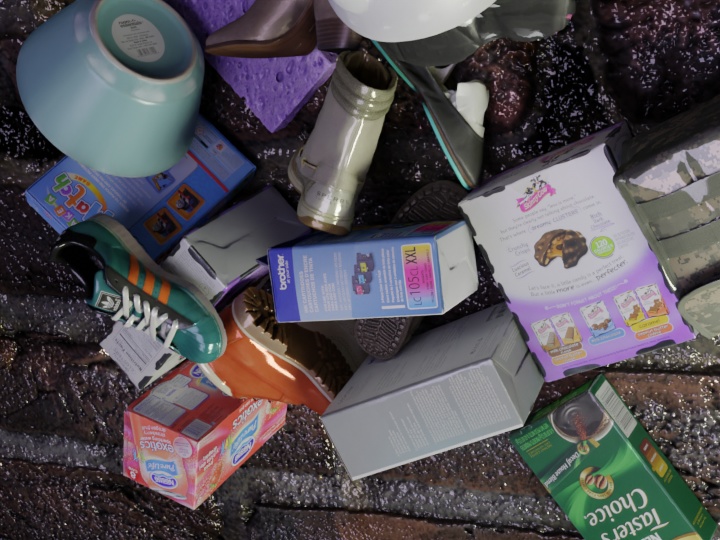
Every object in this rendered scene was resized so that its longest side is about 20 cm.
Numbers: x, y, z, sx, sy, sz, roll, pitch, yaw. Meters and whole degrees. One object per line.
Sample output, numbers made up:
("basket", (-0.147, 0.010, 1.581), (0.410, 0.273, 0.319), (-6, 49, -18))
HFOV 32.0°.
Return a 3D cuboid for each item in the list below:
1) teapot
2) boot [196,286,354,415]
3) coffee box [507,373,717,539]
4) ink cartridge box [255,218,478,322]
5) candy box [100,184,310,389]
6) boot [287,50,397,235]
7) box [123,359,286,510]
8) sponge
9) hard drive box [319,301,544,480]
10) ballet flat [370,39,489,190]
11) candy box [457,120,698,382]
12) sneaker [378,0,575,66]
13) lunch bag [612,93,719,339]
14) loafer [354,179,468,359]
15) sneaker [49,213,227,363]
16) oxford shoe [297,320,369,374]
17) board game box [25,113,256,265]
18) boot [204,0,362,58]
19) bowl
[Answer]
("teapot", (0.042, -0.303, 1.053), (0.195, 0.202, 0.147), (-17, 130, 13))
("boot", (-0.084, 0.109, 1.311), (0.107, 0.075, 0.200), (-38, 117, 24))
("coffee box", (0.258, 0.218, 1.290), (0.123, 0.044, 0.201), (-35, 92, 37))
("ink cartridge box", (0.000, 0.000, 1.202), (0.197, 0.136, 0.078), (-5, 97, 20))
("candy box", (-0.168, 0.018, 1.360), (0.072, 0.167, 0.200), (47, 128, 4))
("boot", (-0.017, -0.138, 1.216), (0.071, 0.200, 0.157), (14, 111, -10))
("box", (-0.171, 0.165, 1.422), (0.101, 0.200, 0.096), (20, 122, 20))
("sponge", (-0.120, -0.252, 1.299), (0.200, 0.030, 0.112), (49, 126, 3))
("hard drive box", (0.080, 0.116, 1.262), (0.198, 0.156, 0.078), (-22, 102, 28))
("ballet flat", (0.077, -0.176, 1.192), (0.068, 0.068, 0.201), (-33, 89, 16))
("candy box", (0.212, -0.015, 1.189), (0.166, 0.071, 0.202), (-20, 102, 36))
("sneaker", (0.102, -0.246, 1.137), (0.197, 0.087, 0.081), (-2, 138, 21))
("lunch bag", (0.332, -0.044, 1.072), (0.163, 0.118, 0.201), (-25, 106, 27))
("loafer", (0.056, -0.005, 1.293), (0.075, 0.068, 0.202), (32, 109, 11))
("sneaker", (-0.223, 0.029, 1.232), (0.199, 0.080, 0.072), (39, 126, 11))
("oxford shoe", (-0.025, 0.096, 1.381), (0.070, 0.074, 0.201), (-32, 94, 40))
("board game box", (-0.234, -0.092, 1.345), (0.151, 0.200, 0.037), (43, 158, 5))
("boot", (-0.065, -0.285, 1.216), (0.197, 0.070, 0.149), (3, 93, 27))
("bowl", (-0.237, -0.208, 1.276), (0.201, 0.201, 0.105), (49, 135, 1))
